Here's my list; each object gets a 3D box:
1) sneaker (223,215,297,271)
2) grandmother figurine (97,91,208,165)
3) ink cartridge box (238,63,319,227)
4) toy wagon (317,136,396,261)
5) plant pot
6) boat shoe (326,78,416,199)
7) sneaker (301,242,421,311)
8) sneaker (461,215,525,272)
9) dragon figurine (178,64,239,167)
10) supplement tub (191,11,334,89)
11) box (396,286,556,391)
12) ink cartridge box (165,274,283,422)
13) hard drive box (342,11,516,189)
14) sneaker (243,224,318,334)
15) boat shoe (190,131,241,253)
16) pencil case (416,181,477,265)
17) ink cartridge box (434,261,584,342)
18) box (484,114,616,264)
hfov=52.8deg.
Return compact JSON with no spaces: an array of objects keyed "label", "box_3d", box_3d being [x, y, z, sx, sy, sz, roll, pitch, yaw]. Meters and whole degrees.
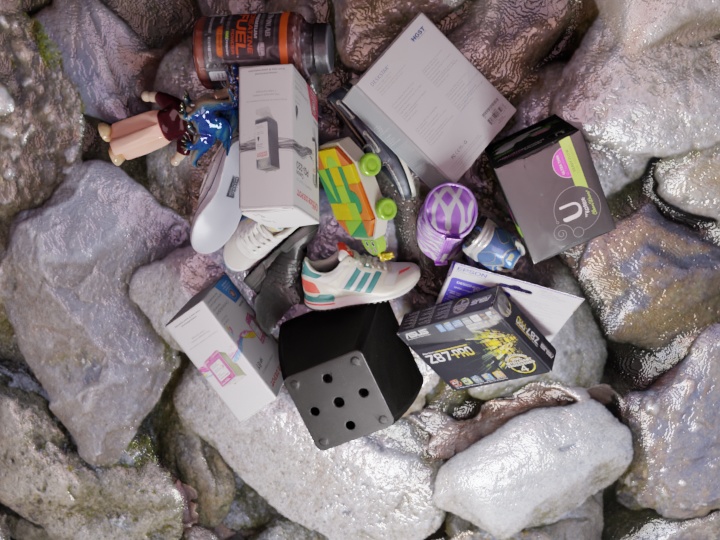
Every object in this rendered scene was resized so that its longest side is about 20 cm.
[{"label":"sneaker","box_3d":[-0.154,-0.070,1.166,0.077,0.081,0.200,44,108,-10]},{"label":"grandmother figurine","box_3d":[-0.309,-0.226,1.148,0.197,0.061,0.122,-18,113,14]},{"label":"ink cartridge box","box_3d":[-0.114,-0.172,1.037,0.083,0.146,0.203,0,85,11]},{"label":"toy wagon","box_3d":[-0.002,-0.102,1.105,0.039,0.155,0.202,-27,106,-24]},{"label":"plant pot","box_3d":[-0.024,0.174,1.178,0.197,0.178,0.202,-22,105,13]},{"label":"boat shoe","box_3d":[0.018,-0.191,1.105,0.061,0.075,0.202,-31,101,-6]},{"label":"sneaker","box_3d":[-0.001,0.000,1.159,0.197,0.071,0.095,-11,115,-3]},{"label":"sneaker","box_3d":[0.199,-0.027,1.078,0.077,0.200,0.076,35,99,12]},{"label":"dragon figurine","box_3d":[-0.214,-0.212,1.079,0.098,0.059,0.201,7,137,-4]},{"label":"supplement tub","box_3d":[-0.140,-0.325,1.072,0.197,0.107,0.109,-1,107,6]},{"label":"box","box_3d":[0.180,0.112,1.138,0.199,0.049,0.161,-20,122,44]},{"label":"ink cartridge box","box_3d":[-0.211,0.126,1.200,0.084,0.145,0.201,-32,101,13]},{"label":"hard drive box","box_3d":[0.100,-0.241,1.054,0.200,0.077,0.156,44,78,-8]},{"label":"sneaker","box_3d":[-0.116,0.011,1.201,0.199,0.060,0.104,-40,99,21]},{"label":"boat shoe","box_3d":[-0.222,-0.125,1.166,0.073,0.065,0.202,20,104,-37]},{"label":"pencil case","box_3d":[0.125,-0.066,1.077,0.083,0.200,0.087,6,80,4]},{"label":"ink cartridge box","box_3d":[0.221,0.050,1.123,0.195,0.044,0.201,16,150,2]},{"label":"box","box_3d":[0.265,-0.123,1.039,0.123,0.200,0.150,-23,103,13]}]
